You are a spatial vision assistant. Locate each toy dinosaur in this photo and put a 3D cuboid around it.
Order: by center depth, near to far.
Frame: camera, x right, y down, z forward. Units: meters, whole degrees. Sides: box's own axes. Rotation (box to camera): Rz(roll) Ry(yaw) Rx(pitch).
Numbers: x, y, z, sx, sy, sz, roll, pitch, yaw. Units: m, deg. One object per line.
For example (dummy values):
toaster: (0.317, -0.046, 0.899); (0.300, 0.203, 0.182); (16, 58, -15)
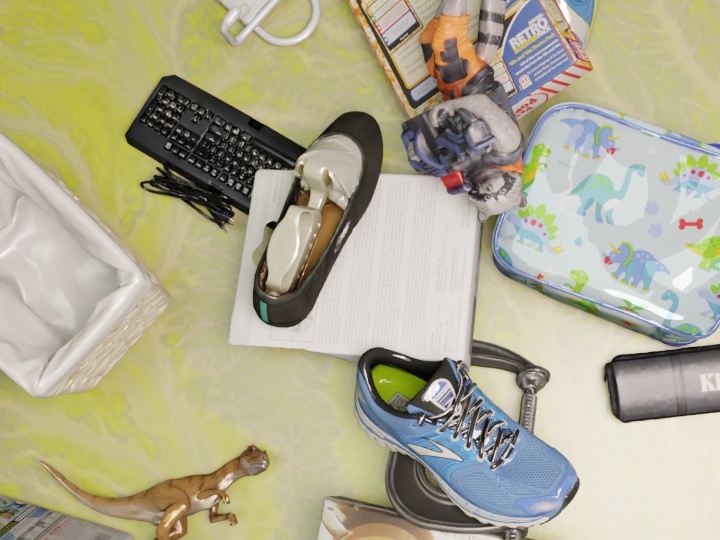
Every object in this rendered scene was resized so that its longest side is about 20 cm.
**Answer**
toy dinosaur: (-0.168, 0.202, 0.954); (0.198, 0.061, 0.107); (-12, 56, 1)

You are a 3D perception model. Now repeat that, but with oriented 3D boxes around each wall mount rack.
wall mount rack: (-0.101, -0.304, 0.996); (0.200, 0.075, 0.174); (42, 88, 10)

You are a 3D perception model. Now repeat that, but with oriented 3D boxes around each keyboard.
keyboard: (-0.119, -0.091, 0.987); (0.199, 0.040, 0.105); (29, 86, 12)

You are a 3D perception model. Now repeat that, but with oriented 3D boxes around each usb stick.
usb stick: (0.298, 0.086, 0.906); (0.198, 0.033, 0.056); (-7, 80, 7)

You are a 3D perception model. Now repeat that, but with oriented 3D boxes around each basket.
basket: (-0.274, -0.003, 0.954); (0.200, 0.123, 0.136); (43, 89, 11)

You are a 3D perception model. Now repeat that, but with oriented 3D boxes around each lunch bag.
lunch bag: (0.217, -0.040, 0.910); (0.198, 0.082, 0.162); (21, 86, 10)

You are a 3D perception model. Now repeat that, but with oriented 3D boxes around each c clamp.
c clamp: (0.106, 0.141, 0.892); (0.169, 0.027, 0.201); (-1, 54, 10)

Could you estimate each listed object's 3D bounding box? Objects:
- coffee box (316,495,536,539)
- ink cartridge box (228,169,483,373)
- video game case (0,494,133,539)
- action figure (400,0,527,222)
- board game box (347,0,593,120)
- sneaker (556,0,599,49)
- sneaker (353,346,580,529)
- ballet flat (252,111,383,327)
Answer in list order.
coffee box: (0.061, 0.256, 0.891); (0.198, 0.080, 0.114); (11, 81, 10)
ink cartridge box: (0.000, 0.000, 0.944); (0.198, 0.050, 0.164); (3, 72, 14)
video game case: (-0.303, 0.234, 0.889); (0.181, 0.200, 0.022); (14, 104, 10)
action figure: (0.090, -0.133, 0.845); (0.104, 0.200, 0.195); (-16, 102, -10)
board game box: (0.081, -0.214, 0.943); (0.151, 0.046, 0.201); (-32, 78, 28)
sneaker: (0.167, -0.276, 0.937); (0.075, 0.105, 0.202); (2, 82, 6)
sneaker: (0.071, 0.120, 0.840); (0.199, 0.089, 0.079); (26, 63, 27)
ballet flat: (-0.033, -0.050, 0.904); (0.067, 0.068, 0.202); (16, 75, 16)
